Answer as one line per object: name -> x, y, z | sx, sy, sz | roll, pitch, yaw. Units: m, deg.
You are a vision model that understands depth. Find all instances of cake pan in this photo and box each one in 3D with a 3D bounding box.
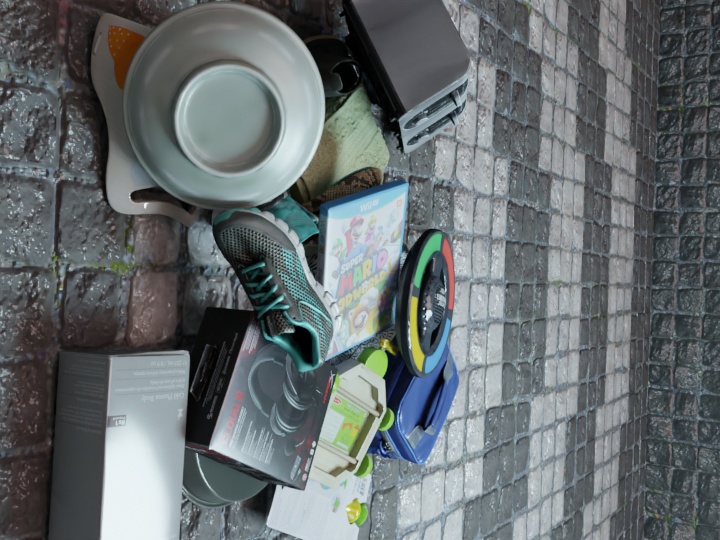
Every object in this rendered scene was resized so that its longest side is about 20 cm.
cake pan -> -0.148, 0.182, 0.946 | 0.199, 0.036, 0.205 | -3, 94, -57

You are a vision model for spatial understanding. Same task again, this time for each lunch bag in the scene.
lunch bag -> 0.064, 0.187, 1.181 | 0.202, 0.130, 0.137 | -61, 137, -35

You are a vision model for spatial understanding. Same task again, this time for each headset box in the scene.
headset box -> -0.121, 0.142, 0.883 | 0.200, 0.076, 0.152 | 44, 56, -49

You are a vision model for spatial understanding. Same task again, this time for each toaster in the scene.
toaster -> 0.058, -0.273, 1.015 | 0.203, 0.117, 0.181 | 64, 2, 8

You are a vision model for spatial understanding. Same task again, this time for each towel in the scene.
towel -> -0.025, -0.150, 1.063 | 0.201, 0.036, 0.150 | -57, 136, -37

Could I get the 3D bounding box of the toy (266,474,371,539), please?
toy -> -0.062, 0.305, 1.071 | 0.199, 0.046, 0.117 | 38, 59, -44

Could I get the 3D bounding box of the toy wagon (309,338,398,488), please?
toy wagon -> -0.012, 0.179, 1.032 | 0.155, 0.039, 0.203 | 41, 71, -48

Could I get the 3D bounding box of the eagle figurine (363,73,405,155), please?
eagle figurine -> 0.069, -0.303, 1.189 | 0.151, 0.151, 0.202 | 36, 85, -11

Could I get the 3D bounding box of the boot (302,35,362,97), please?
boot -> -0.033, -0.253, 1.009 | 0.200, 0.136, 0.079 | -49, 129, -45

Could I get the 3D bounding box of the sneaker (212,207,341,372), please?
sneaker -> -0.084, 0.024, 0.818 | 0.201, 0.077, 0.092 | 52, 26, -29

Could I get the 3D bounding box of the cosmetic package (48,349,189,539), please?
cosmetic package -> -0.234, 0.180, 0.772 | 0.106, 0.089, 0.205 | 3, 85, -56

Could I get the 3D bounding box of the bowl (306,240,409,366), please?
bowl -> -0.028, 0.031, 1.050 | 0.199, 0.093, 0.205 | -28, 129, -40

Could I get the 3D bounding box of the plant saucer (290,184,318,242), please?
plant saucer -> -0.029, -0.136, 1.117 | 0.198, 0.031, 0.205 | -6, 97, -56

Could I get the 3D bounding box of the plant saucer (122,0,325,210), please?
plant saucer -> -0.127, -0.148, 0.755 | 0.050, 0.196, 0.203 | -119, -170, -63

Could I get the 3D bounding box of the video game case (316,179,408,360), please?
video game case -> 0.000, 0.000, 0.972 | 0.142, 0.018, 0.204 | -22, 126, -42

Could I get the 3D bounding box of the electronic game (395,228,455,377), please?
electronic game -> 0.094, 0.045, 1.087 | 0.199, 0.041, 0.205 | 5, 90, -66

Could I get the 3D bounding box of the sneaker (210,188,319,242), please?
sneaker -> -0.093, -0.084, 0.859 | 0.083, 0.120, 0.202 | -36, 159, -42

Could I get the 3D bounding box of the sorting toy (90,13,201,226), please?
sorting toy -> -0.191, -0.141, 0.837 | 0.198, 0.106, 0.184 | 9, 103, -56

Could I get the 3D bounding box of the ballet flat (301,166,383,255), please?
ballet flat -> -0.047, -0.058, 0.972 | 0.197, 0.076, 0.068 | -24, 143, -12
